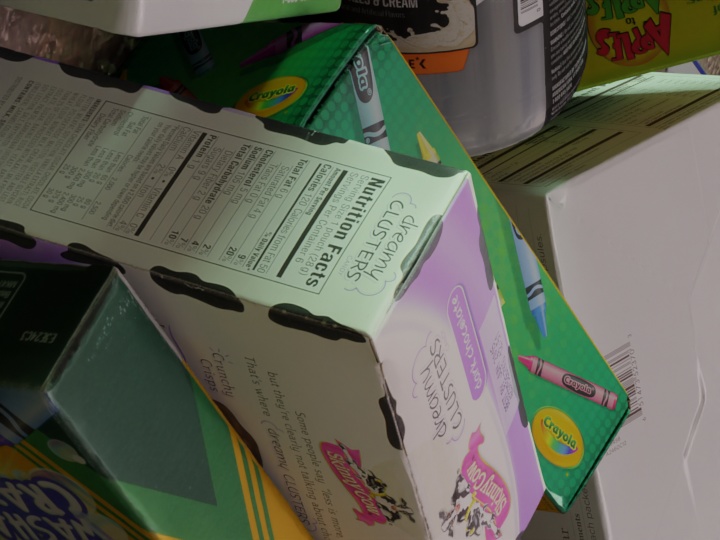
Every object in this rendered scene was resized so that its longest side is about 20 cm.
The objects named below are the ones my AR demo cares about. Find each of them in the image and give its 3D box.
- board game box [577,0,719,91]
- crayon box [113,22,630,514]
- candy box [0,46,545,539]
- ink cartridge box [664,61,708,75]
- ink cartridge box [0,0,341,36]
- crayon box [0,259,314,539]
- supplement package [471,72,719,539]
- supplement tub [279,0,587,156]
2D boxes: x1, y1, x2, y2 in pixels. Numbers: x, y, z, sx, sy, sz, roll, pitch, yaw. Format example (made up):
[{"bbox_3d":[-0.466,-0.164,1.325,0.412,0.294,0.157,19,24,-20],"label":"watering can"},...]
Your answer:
[{"bbox_3d":[0.119,-0.108,1.229,0.101,0.199,0.048,-21,96,-60],"label":"board game box"},{"bbox_3d":[0.000,0.000,1.058,0.058,0.118,0.200,-55,128,-27],"label":"crayon box"},{"bbox_3d":[-0.051,0.023,0.945,0.072,0.199,0.168,-58,151,-31],"label":"candy box"},{"bbox_3d":[0.107,-0.032,1.434,0.198,0.047,0.201,42,64,-60],"label":"ink cartridge box"},{"bbox_3d":[-0.058,-0.186,0.950,0.146,0.084,0.201,-15,117,-62],"label":"ink cartridge box"},{"bbox_3d":[-0.086,0.079,0.932,0.200,0.125,0.052,56,51,-38],"label":"crayon box"},{"bbox_3d":[0.109,0.030,1.297,0.155,0.111,0.201,-27,113,-38],"label":"supplement package"},{"bbox_3d":[0.023,-0.153,1.094,0.123,0.122,0.201,-49,144,-43],"label":"supplement tub"}]
